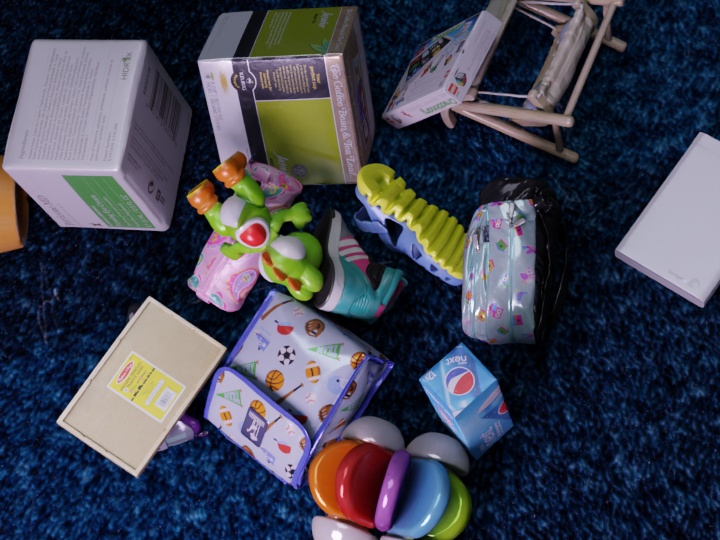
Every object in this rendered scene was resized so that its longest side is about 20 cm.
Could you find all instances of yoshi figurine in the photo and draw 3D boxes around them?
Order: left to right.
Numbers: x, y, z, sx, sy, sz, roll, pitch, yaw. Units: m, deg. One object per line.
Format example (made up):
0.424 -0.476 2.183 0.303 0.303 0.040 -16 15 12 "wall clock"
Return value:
-0.119 -0.051 1.665 0.200 0.112 0.112 49 61 -6 "yoshi figurine"

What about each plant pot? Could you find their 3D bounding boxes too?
-0.564 -0.091 1.840 0.183 0.200 0.201 -1 67 -6 "plant pot"

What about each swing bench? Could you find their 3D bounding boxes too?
0.228 -0.278 1.767 0.200 0.130 0.199 19 74 19 "swing bench"

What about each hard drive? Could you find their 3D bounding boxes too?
0.438 -0.067 1.694 0.132 0.026 0.200 33 78 22 "hard drive"

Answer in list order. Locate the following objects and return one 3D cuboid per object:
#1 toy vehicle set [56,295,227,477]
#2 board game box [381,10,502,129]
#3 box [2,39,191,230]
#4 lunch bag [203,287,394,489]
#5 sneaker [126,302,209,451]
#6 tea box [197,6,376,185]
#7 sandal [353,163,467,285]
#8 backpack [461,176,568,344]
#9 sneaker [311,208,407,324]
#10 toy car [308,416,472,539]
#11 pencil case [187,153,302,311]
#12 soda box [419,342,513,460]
-0.277 0.148 1.688 0.124 0.027 0.200 34 75 3 "toy vehicle set"
0.105 -0.265 1.762 0.035 0.200 0.126 32 75 -17 "board game box"
-0.354 -0.183 1.806 0.171 0.199 0.201 3 69 14 "box"
-0.087 0.151 1.670 0.170 0.124 0.200 35 94 22 "lunch bag"
-0.254 0.135 1.744 0.087 0.074 0.201 -11 77 -4 "sneaker"
-0.092 -0.230 1.759 0.196 0.200 0.134 1 39 12 "tea box"
0.066 -0.052 1.744 0.200 0.087 0.079 44 48 8 "sandal"
0.191 -0.005 1.662 0.126 0.167 0.201 2 81 19 "backpack"
0.000 0.000 1.733 0.084 0.121 0.200 -55 23 29 "sneaker"
0.032 0.263 1.578 0.199 0.150 0.175 13 71 17 "toy car"
-0.153 -0.047 1.740 0.087 0.087 0.200 36 107 22 "pencil case"
0.129 0.159 1.572 0.068 0.200 0.064 -41 66 -6 "soda box"
